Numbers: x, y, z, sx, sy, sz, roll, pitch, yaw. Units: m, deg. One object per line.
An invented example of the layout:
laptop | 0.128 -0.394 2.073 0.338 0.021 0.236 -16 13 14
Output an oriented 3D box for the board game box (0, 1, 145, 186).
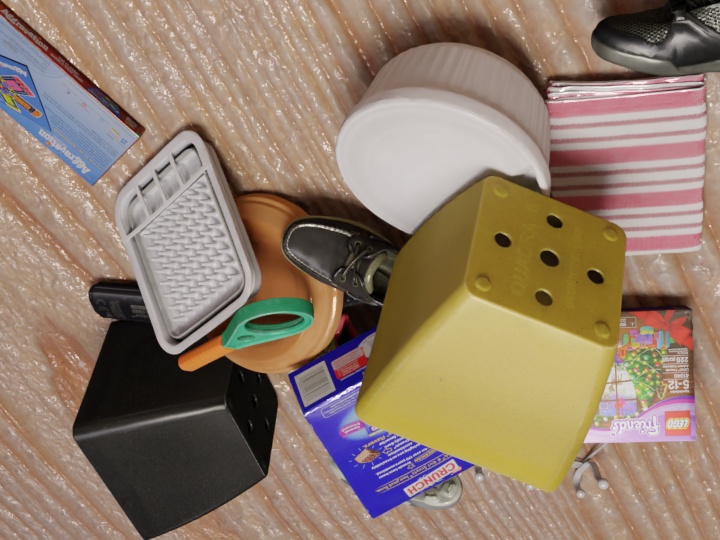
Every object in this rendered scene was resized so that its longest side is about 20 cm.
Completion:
board game box | -0.335 -0.186 1.086 0.200 0.020 0.103 42 127 -19

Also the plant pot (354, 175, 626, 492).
plant pot | 0.131 0.040 0.894 0.198 0.202 0.177 21 141 -5

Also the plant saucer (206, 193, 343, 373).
plant saucer | -0.113 0.018 1.117 0.198 0.037 0.203 6 104 25

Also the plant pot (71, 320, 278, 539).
plant pot | -0.209 0.180 1.253 0.175 0.201 0.202 -12 125 13

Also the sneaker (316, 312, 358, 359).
sneaker | -0.051 0.068 1.168 0.199 0.078 0.091 36 126 0

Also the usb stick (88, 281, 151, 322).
usb stick | -0.236 0.043 1.241 0.197 0.033 0.056 4 137 14

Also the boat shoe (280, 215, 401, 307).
boat shoe | 0.013 -0.003 1.034 0.199 0.066 0.073 23 93 -1

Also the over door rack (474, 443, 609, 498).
over door rack | 0.229 0.200 1.183 0.146 0.067 0.201 11 136 -8

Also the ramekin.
ramekin | 0.084 -0.118 0.935 0.200 0.095 0.203 15 149 9

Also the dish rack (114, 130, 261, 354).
dish rack | -0.181 -0.029 1.095 0.171 0.043 0.202 -34 70 35

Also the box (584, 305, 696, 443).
box | 0.250 0.111 1.075 0.197 0.039 0.139 -3 93 8

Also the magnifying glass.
magnifying glass | -0.127 0.070 1.081 0.079 0.023 0.199 13 152 -43

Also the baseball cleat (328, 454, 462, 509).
baseball cleat | 0.053 0.273 1.315 0.198 0.070 0.107 14 147 35

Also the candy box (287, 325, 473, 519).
candy box | 0.039 0.161 1.130 0.168 0.077 0.201 -28 126 0

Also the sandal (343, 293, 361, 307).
sandal | 0.000 0.000 1.121 0.197 0.045 0.076 0 125 19

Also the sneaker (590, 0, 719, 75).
sneaker | 0.289 -0.219 0.826 0.196 0.077 0.115 2 128 11

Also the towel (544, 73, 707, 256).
towel | 0.254 -0.095 0.975 0.144 0.030 0.202 -1 129 15
